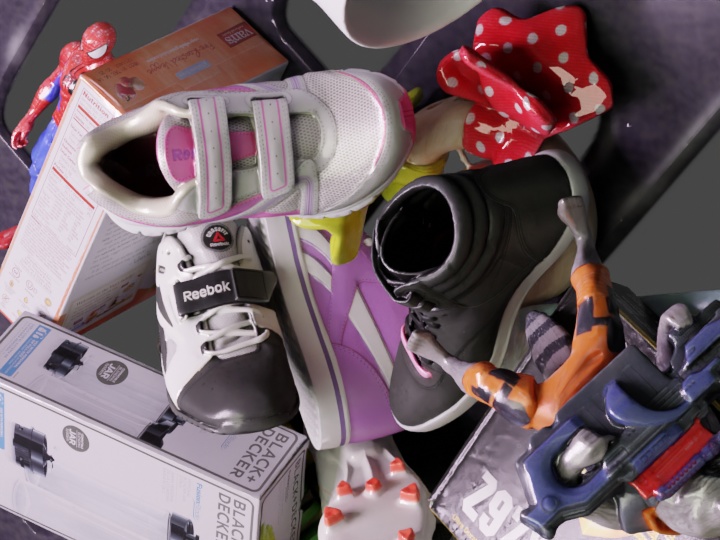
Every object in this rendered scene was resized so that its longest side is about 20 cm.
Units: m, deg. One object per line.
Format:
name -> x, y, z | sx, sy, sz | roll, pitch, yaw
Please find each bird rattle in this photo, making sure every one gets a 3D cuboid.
bird rattle -> 0.071, -0.057, 1.647 | 0.200, 0.113, 0.163 | -22, 108, 33

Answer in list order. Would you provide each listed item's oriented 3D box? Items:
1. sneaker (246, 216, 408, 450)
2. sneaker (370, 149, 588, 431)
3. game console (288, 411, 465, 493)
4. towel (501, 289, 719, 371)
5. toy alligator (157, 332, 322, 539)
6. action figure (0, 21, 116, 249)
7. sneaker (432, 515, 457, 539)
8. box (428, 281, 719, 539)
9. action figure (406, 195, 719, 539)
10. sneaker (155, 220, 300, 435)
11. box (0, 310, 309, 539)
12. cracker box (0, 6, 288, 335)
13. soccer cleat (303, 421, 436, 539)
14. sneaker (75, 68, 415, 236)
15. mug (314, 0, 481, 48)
sneaker -> 0.000, 0.000, 1.731 | 0.073, 0.114, 0.201 | 114, 140, -73
sneaker -> 0.036, 0.013, 1.581 | 0.071, 0.099, 0.200 | 59, 136, 33
game console -> -0.025, 0.076, 1.828 | 0.177, 0.031, 0.200 | -26, 94, 40
towel -> 0.154, 0.099, 1.605 | 0.200, 0.048, 0.172 | -6, 76, 42
toy alligator -> -0.064, 0.116, 1.803 | 0.200, 0.059, 0.054 | 53, 179, 3
action figure -> -0.187, -0.079, 1.874 | 0.065, 0.052, 0.200 | 41, 131, 23
sneaker -> 0.046, 0.192, 1.762 | 0.078, 0.077, 0.200 | 38, 155, 14
box -> 0.143, 0.123, 1.544 | 0.200, 0.049, 0.160 | 47, 113, 39
action figure -> 0.145, 0.054, 1.490 | 0.194, 0.200, 0.105 | 52, 173, 31
sneaker -> -0.086, 0.019, 1.695 | 0.200, 0.074, 0.089 | -118, 20, -56
box -> -0.133, 0.117, 1.758 | 0.200, 0.060, 0.117 | 23, 136, 16
cracker box -> -0.136, -0.054, 1.777 | 0.058, 0.134, 0.200 | 44, 133, 16
soccer cleat -> 0.007, 0.140, 1.715 | 0.200, 0.069, 0.078 | -107, 3, -59
sneaker -> -0.068, -0.061, 1.591 | 0.200, 0.088, 0.082 | -14, 85, 20
mug -> -0.018, -0.226, 1.536 | 0.175, 0.200, 0.148 | 51, 125, 22
